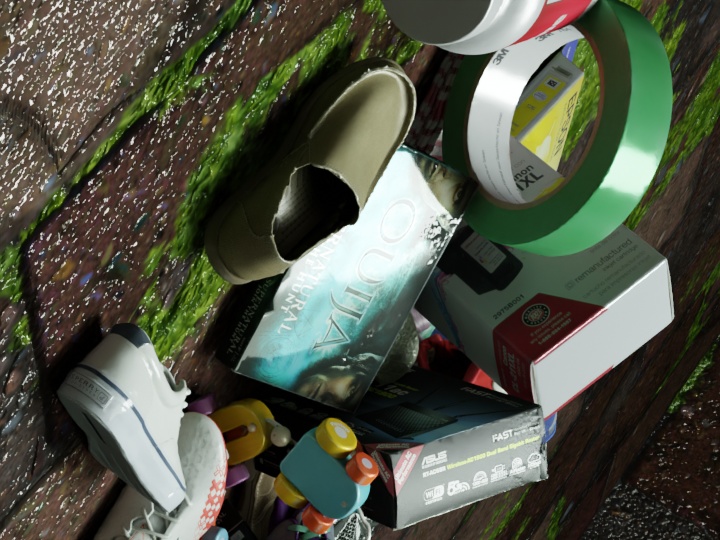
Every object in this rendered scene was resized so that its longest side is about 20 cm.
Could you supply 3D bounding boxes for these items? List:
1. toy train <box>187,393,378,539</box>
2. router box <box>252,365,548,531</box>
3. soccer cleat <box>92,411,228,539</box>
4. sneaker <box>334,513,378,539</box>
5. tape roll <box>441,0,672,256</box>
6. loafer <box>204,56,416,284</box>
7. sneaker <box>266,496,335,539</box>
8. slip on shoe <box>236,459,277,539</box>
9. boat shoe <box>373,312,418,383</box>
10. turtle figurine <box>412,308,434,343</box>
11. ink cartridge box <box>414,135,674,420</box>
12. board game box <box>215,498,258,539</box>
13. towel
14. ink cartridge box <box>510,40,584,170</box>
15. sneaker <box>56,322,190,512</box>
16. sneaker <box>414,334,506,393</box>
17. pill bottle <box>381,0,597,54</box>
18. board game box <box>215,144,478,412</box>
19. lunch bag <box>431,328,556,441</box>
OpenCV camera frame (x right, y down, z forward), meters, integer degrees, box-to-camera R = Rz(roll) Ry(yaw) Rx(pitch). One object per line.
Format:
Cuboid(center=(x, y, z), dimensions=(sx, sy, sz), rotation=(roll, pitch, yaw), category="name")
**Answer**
Cuboid(center=(-0.068, 0.165, 1.497), dimensions=(0.056, 0.198, 0.152), rotation=(-28, 121, -61), category="toy train")
Cuboid(center=(0.027, 0.131, 1.582), dimensions=(0.149, 0.199, 0.063), rotation=(-14, 107, -34), category="router box")
Cuboid(center=(-0.157, 0.193, 1.456), dimensions=(0.201, 0.068, 0.085), rotation=(-60, 168, 19), category="soccer cleat")
Cuboid(center=(0.002, 0.185, 1.716), dimensions=(0.080, 0.086, 0.202), rotation=(80, 13, -76), category="sneaker")
Cuboid(center=(0.144, -0.113, 1.517), dimensions=(0.048, 0.200, 0.201), rotation=(15, 109, -39), category="tape roll")
Cuboid(center=(-0.020, -0.064, 1.362), dimensions=(0.200, 0.067, 0.076), rotation=(-52, 127, -22), category="loafer")
Cuboid(center=(-0.044, 0.227, 1.525), dimensions=(0.200, 0.074, 0.088), rotation=(-135, -133, -70), category="sneaker")
Cuboid(center=(-0.067, 0.190, 1.718), dimensions=(0.076, 0.060, 0.201), rotation=(-34, 151, -55), category="slip on shoe")
Cuboid(center=(0.000, 0.000, 1.576), dimensions=(0.074, 0.062, 0.201), rotation=(-33, 134, -24), category="boat shoe")
Cuboid(center=(0.108, 0.000, 1.776), dimensions=(0.199, 0.101, 0.150), rotation=(-32, 152, -11), category="turtle figurine")
Cuboid(center=(0.129, 0.002, 1.621), dimensions=(0.145, 0.200, 0.083), rotation=(-36, 143, -16), category="ink cartridge box")
Cuboid(center=(-0.130, 0.267, 1.634), dimensions=(0.135, 0.028, 0.200), rotation=(-39, 153, -9), category="board game box")
Cuboid(center=(0.102, -0.163, 1.656), dimensions=(0.201, 0.030, 0.146), rotation=(-63, 164, 12), category="towel")
Cuboid(center=(0.154, -0.099, 1.901), dimensions=(0.200, 0.047, 0.198), rotation=(-44, 157, -36), category="ink cartridge box")
Cuboid(center=(-0.139, 0.100, 1.328), dimensions=(0.071, 0.073, 0.200), rotation=(-50, 162, -17), category="sneaker")
Cuboid(center=(0.076, 0.085, 1.712), dimensions=(0.077, 0.085, 0.200), rotation=(-54, -159, -14), category="sneaker")
Cuboid(center=(0.091, -0.210, 1.397), dimensions=(0.200, 0.112, 0.113), rotation=(-27, 144, -61), category="pill bottle")
Cuboid(center=(-0.007, -0.001, 1.490), dimensions=(0.135, 0.028, 0.201), rotation=(22, 99, -44), category="board game box")
Cuboid(center=(0.083, 0.128, 1.864), dimensions=(0.199, 0.136, 0.133), rotation=(-26, 155, -9), category="lunch bag")
